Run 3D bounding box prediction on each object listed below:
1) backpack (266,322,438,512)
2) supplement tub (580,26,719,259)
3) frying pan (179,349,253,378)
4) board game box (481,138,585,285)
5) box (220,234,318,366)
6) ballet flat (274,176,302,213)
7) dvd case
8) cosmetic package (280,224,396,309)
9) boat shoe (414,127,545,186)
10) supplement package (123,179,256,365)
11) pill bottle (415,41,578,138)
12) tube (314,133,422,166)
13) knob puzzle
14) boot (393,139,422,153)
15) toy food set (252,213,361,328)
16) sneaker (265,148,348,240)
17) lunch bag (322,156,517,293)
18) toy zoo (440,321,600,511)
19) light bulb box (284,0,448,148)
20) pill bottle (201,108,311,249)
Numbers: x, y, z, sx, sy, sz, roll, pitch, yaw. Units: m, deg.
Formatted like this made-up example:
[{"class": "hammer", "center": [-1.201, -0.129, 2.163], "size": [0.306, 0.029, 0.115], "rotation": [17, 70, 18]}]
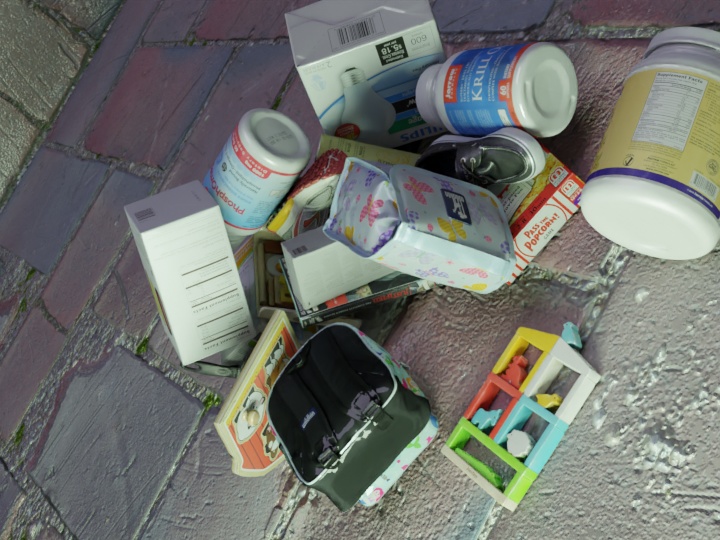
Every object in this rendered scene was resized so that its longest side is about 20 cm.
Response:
[{"class": "backpack", "center": [-0.016, 0.168, 1.262], "size": [0.178, 0.150, 0.200], "rotation": [-48, 41, 2]}, {"class": "supplement tub", "center": [0.322, -0.129, 1.075], "size": [0.145, 0.145, 0.202], "rotation": [3, 64, 54]}, {"class": "frying pan", "center": [-0.146, 0.159, 1.461], "size": [0.187, 0.116, 0.031], "rotation": [-12, 11, 10]}, {"class": "board game box", "center": [0.184, -0.097, 1.321], "size": [0.152, 0.046, 0.200], "rotation": [-49, 33, 12]}, {"class": "box", "center": [-0.136, 0.058, 1.550], "size": [0.101, 0.112, 0.201], "rotation": [-43, 35, 28]}, {"class": "ballet flat", "center": [-0.047, -0.112, 1.500], "size": [0.198, 0.068, 0.073], "rotation": [3, 41, 37]}, {"class": "dvd case", "center": [0.000, 0.000, 1.403], "size": [0.198, 0.022, 0.146], "rotation": [-18, 37, -6]}, {"class": "cosmetic package", "center": [0.001, -0.030, 1.356], "size": [0.198, 0.083, 0.051], "rotation": [-23, 35, -15]}, {"class": "boat shoe", "center": [0.137, -0.130, 1.279], "size": [0.066, 0.071, 0.199], "rotation": [-36, 28, -26]}, {"class": "supplement package", "center": [-0.227, 0.003, 1.407], "size": [0.108, 0.202, 0.114], "rotation": [-21, 28, -15]}, {"class": "pill bottle", "center": [0.162, -0.221, 1.311], "size": [0.199, 0.112, 0.113], "rotation": [6, 67, 51]}, {"class": "tube", "center": [0.036, -0.144, 1.448], "size": [0.052, 0.197, 0.059], "rotation": [-104, 27, -81]}, {"class": "knob puzzle", "center": [-0.108, 0.181, 1.361], "size": [0.030, 0.220, 0.222], "rotation": [11, 69, 24]}, {"class": "boot", "center": [0.016, -0.152, 1.570], "size": [0.197, 0.073, 0.164], "rotation": [-11, 53, 43]}, {"class": "toy food set", "center": [-0.076, -0.003, 1.488], "size": [0.201, 0.142, 0.061], "rotation": [-99, 21, -47]}, {"class": "sneaker", "center": [-0.053, -0.093, 1.418], "size": [0.078, 0.082, 0.200], "rotation": [-59, 9, -34]}, {"class": "lunch bag", "center": [0.075, -0.053, 1.230], "size": [0.200, 0.168, 0.129], "rotation": [39, 111, 63]}, {"class": "toy zoo", "center": [0.179, 0.144, 1.145], "size": [0.201, 0.020, 0.131], "rotation": [-57, 32, -1]}, {"class": "light bulb box", "center": [0.022, -0.277, 1.457], "size": [0.196, 0.201, 0.126], "rotation": [-18, 50, 7]}, {"class": "pill bottle", "center": [-0.158, -0.120, 1.459], "size": [0.200, 0.108, 0.110], "rotation": [-50, 30, 38]}]
